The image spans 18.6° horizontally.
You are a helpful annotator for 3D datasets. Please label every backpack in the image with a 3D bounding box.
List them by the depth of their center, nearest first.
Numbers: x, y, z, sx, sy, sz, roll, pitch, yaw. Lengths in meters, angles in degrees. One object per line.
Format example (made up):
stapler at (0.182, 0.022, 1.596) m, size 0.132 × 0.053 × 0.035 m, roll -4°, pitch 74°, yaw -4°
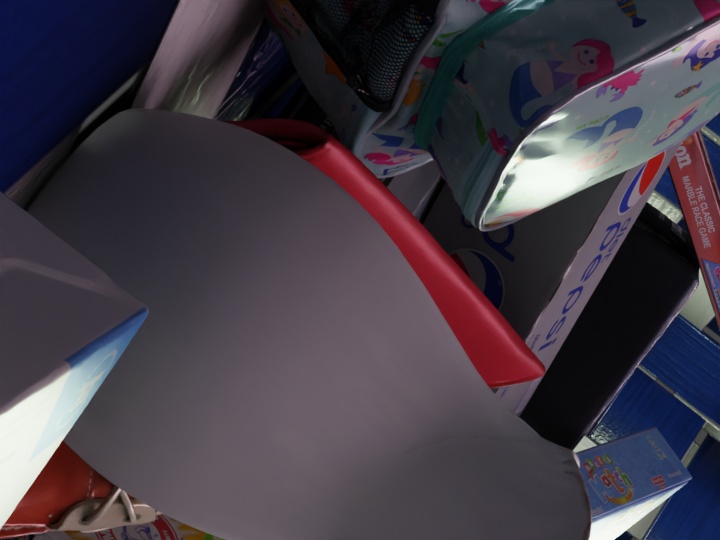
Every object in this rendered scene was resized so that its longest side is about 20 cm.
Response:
backpack at (0.062, -0.105, 0.770) m, size 0.177 × 0.151 × 0.200 m, roll -27°, pitch 174°, yaw -21°

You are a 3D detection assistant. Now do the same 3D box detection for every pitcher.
pitcher at (-0.015, 0.036, 0.736) m, size 0.121 × 0.200 × 0.172 m, roll -53°, pitch 176°, yaw 12°

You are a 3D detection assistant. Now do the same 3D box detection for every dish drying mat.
dish drying mat at (0.000, 0.000, 0.838) m, size 0.200 × 0.076 × 0.018 m, roll 47°, pitch 47°, yaw -51°

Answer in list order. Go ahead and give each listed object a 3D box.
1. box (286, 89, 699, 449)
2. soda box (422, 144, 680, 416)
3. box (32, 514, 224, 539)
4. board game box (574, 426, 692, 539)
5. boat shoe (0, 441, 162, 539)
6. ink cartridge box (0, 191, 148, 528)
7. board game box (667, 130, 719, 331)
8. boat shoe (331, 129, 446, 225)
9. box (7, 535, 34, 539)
box at (0.058, -0.019, 1.090) m, size 0.118 × 0.200 × 0.197 m, roll -53°, pitch 176°, yaw 10°
soda box at (0.076, -0.028, 0.926) m, size 0.063 × 0.068 × 0.201 m, roll -21°, pitch 143°, yaw -60°
box at (-0.072, 0.128, 0.925) m, size 0.102 × 0.112 × 0.200 m, roll -54°, pitch 178°, yaw 29°
board game box at (0.046, 0.151, 1.026) m, size 0.200 × 0.037 × 0.151 m, roll -41°, pitch 163°, yaw 27°
boat shoe at (-0.087, 0.062, 0.789) m, size 0.200 × 0.062 × 0.072 m, roll -11°, pitch 126°, yaw -55°
ink cartridge box at (-0.147, 0.079, 0.558) m, size 0.200 × 0.067 × 0.116 m, roll -54°, pitch 176°, yaw 17°
board game box at (0.152, -0.057, 1.024) m, size 0.019 × 0.201 × 0.103 m, roll -16°, pitch -144°, yaw 11°
boat shoe at (-0.006, -0.031, 0.935) m, size 0.200 × 0.068 × 0.074 m, roll -55°, pitch 164°, yaw 1°
box at (-0.110, 0.053, 0.932) m, size 0.137 × 0.040 × 0.200 m, roll -50°, pitch 175°, yaw -20°
